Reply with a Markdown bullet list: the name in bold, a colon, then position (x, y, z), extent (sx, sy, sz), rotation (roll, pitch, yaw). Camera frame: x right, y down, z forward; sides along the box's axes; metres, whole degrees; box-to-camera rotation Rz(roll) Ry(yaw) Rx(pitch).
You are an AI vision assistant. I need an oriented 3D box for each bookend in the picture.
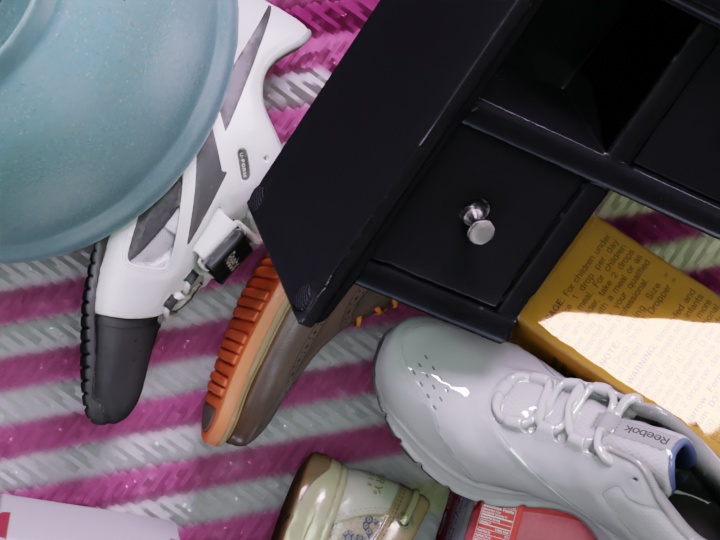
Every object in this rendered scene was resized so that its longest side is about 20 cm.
- **bookend**: position (0.093, -0.048, 1.199), extent (0.198, 0.092, 0.200), rotation (23, 114, -30)

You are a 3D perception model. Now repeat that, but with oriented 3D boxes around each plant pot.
- **plant pot**: position (-0.163, -0.113, 1.185), extent (0.200, 0.134, 0.201), rotation (-2, 80, 13)

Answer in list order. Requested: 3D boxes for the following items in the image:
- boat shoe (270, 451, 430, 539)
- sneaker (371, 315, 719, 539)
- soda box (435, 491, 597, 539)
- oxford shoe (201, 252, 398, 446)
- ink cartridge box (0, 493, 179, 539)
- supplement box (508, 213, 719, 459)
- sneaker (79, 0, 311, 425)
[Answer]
- **boat shoe**: position (-0.026, 0.183, 1.283), extent (0.063, 0.073, 0.201), rotation (18, 91, -5)
- **sneaker**: position (0.098, 0.073, 1.228), extent (0.200, 0.087, 0.075), rotation (30, 61, 3)
- **soda box**: position (0.132, 0.147, 1.300), extent (0.199, 0.070, 0.064), rotation (17, 91, -7)
- **oxford shoe**: position (0.000, 0.000, 1.277), extent (0.073, 0.071, 0.200), rotation (33, 89, -12)
- **ink cartridge box**: position (-0.132, 0.206, 1.235), extent (0.083, 0.147, 0.201), rotation (10, 92, -6)
- **supplement box**: position (0.162, 0.059, 1.268), extent (0.200, 0.067, 0.069), rotation (32, 76, 9)
- **sneaker**: position (-0.070, -0.025, 1.264), extent (0.088, 0.074, 0.201), rotation (13, 92, -5)
